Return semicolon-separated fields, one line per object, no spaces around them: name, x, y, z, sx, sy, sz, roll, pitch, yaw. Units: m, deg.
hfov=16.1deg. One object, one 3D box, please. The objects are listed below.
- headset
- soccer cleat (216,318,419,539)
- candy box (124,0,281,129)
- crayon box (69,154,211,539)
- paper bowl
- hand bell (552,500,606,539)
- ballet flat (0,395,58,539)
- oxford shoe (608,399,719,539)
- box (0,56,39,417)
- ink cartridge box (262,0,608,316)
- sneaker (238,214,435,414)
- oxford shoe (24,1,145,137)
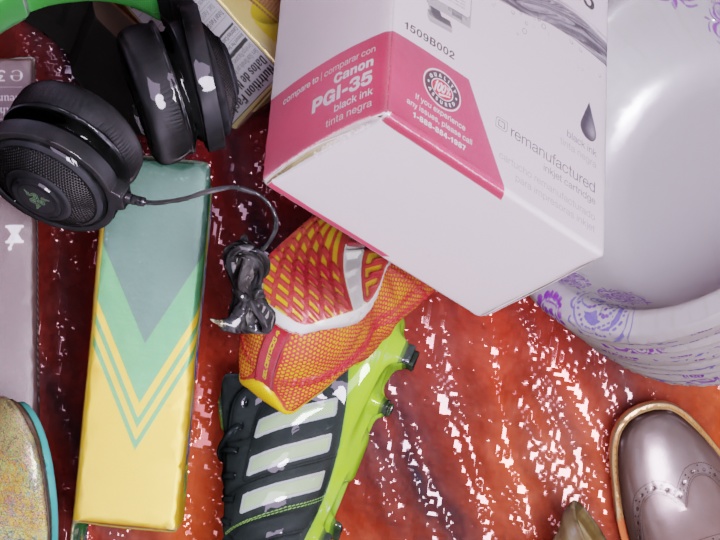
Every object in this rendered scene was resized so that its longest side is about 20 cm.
headset;-0.104;-0.056;1.125;0.123;0.094;0.200;-35;58;-19
soccer cleat;-0.042;0.098;1.244;0.081;0.068;0.201;23;79;8
candy box;-0.083;-0.178;1.227;0.200;0.055;0.115;48;45;1
crayon box;-0.103;0.051;1.207;0.051;0.126;0.201;6;87;-3
paper bowl;0.172;-0.041;1.209;0.200;0.104;0.202;-19;55;29
hand bell;0.042;0.205;1.241;0.199;0.104;0.105;-29;89;9
ballet flat;-0.168;0.146;1.139;0.070;0.071;0.201;0;129;-3
oxford shoe;0.180;0.157;1.243;0.071;0.073;0.201;-24;88;-4
box;-0.200;0.002;1.187;0.099;0.075;0.201;-1;88;-7
ink cartridge box;0.039;-0.104;1.174;0.146;0.083;0.201;30;49;-33
sneaker;0.000;0.000;1.209;0.073;0.200;0.077;35;127;17
oxford shoe;-0.141;-0.159;1.256;0.071;0.071;0.200;-39;89;-33
